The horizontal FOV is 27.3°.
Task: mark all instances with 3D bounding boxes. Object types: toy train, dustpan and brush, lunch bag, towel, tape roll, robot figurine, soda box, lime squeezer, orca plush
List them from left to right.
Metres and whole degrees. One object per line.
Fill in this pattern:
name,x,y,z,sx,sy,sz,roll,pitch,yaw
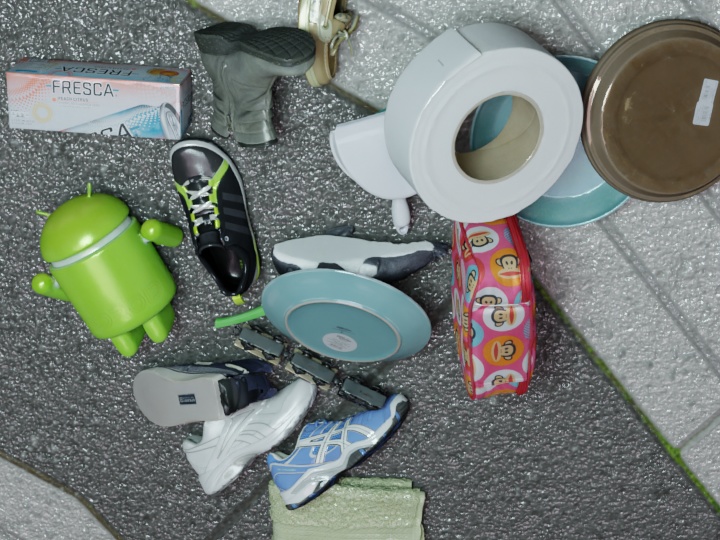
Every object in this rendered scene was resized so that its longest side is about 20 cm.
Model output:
soda box,-0.292,-0.193,1.661,0.200,0.064,0.068,4,114,6
robot figurine,-0.292,-0.002,1.717,0.175,0.116,0.200,-25,108,16
lime squeezer,-0.074,0.064,1.764,0.200,0.038,0.071,12,115,1
toy train,-0.062,0.115,1.762,0.200,0.046,0.034,27,76,-2
towel,-0.018,0.327,1.876,0.200,0.036,0.149,3,113,6
orca plush,0.000,0.000,1.703,0.200,0.105,0.071,-10,125,-12
dustpan and brush,0.041,-0.106,1.620,0.139,0.057,0.200,-17,129,-8
tape roll,0.128,-0.152,1.537,0.202,0.071,0.203,-12,126,-18
lunch bag,0.141,0.025,1.649,0.082,0.176,0.200,-6,128,-5

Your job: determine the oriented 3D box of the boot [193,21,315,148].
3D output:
boot,-0.104,-0.193,1.594,0.068,0.200,0.131,-24,116,-30

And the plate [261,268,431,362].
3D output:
plate,-0.018,0.061,1.691,0.200,0.026,0.200,9,149,6

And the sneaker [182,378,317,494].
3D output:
sneaker,-0.142,0.183,1.807,0.200,0.078,0.099,-40,88,13

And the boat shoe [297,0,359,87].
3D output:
boat shoe,-0.030,-0.292,1.580,0.063,0.073,0.200,5,114,8

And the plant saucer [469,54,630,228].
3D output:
plant saucer,0.221,-0.145,1.636,0.200,0.036,0.200,3,114,6

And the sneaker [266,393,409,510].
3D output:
sneaker,-0.029,0.208,1.802,0.200,0.076,0.077,-37,79,7

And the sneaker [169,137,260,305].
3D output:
sneaker,-0.163,-0.056,1.696,0.072,0.083,0.200,-18,111,14

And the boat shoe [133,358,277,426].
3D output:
boat shoe,-0.186,0.144,1.786,0.200,0.093,0.075,1,102,49

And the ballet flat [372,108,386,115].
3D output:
ballet flat,0.063,-0.165,1.639,0.200,0.067,0.067,-31,128,21

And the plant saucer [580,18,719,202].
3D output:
plant saucer,0.333,-0.167,1.586,0.200,0.029,0.200,-3,107,-10
